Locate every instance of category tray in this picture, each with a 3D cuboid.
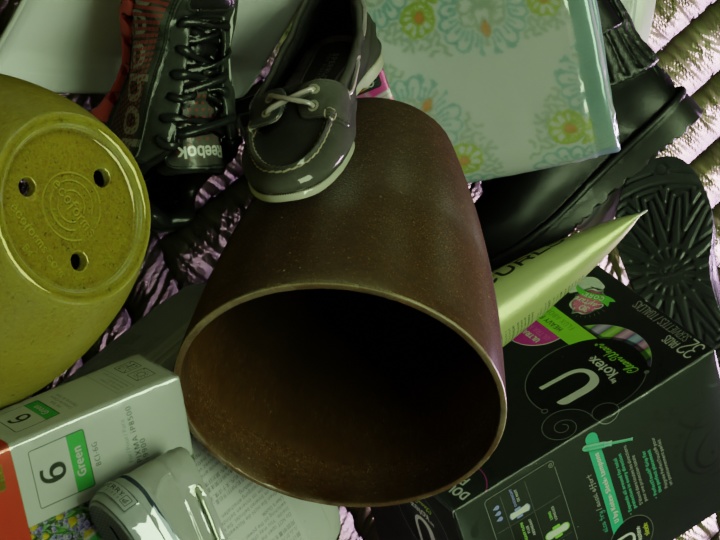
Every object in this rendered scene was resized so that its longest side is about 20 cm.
[{"bbox_3d":[-0.124,-0.148,1.683,0.200,0.022,0.107,-1,137,-42],"label":"tray"}]

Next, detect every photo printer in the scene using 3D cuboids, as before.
[{"bbox_3d":[-0.102,0.133,1.717,0.166,0.069,0.200,-41,118,-33],"label":"photo printer"}]

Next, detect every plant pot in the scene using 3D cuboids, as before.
[{"bbox_3d":[0.000,0.000,1.669,0.187,0.187,0.200,47,35,-34],"label":"plant pot"},{"bbox_3d":[-0.194,-0.022,1.553,0.200,0.142,0.201,8,77,-40],"label":"plant pot"}]

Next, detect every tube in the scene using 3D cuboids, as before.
[{"bbox_3d":[0.088,0.020,1.801,0.200,0.058,0.052,-32,131,-21],"label":"tube"}]

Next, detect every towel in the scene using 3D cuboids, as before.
[{"bbox_3d":[0.063,-0.153,1.802,0.048,0.171,0.200,-67,146,-74],"label":"towel"}]

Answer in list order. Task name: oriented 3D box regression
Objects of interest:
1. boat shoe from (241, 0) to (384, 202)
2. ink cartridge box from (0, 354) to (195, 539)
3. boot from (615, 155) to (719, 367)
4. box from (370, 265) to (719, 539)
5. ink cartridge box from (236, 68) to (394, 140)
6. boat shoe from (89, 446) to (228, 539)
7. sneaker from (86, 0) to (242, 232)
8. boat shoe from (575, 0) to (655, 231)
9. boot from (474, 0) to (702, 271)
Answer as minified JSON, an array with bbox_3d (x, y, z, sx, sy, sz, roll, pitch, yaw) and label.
[{"bbox_3d":[-0.032,-0.106,1.659,0.200,0.067,0.057,-69,147,-58],"label":"boat shoe"},{"bbox_3d":[-0.184,0.134,1.576,0.200,0.050,0.109,-23,116,-28],"label":"ink cartridge box"},{"bbox_3d":[0.224,0.034,1.965,0.200,0.065,0.165,55,28,-65],"label":"boot"},{"bbox_3d":[0.114,0.113,1.814,0.200,0.149,0.124,-30,126,-16],"label":"box"},{"bbox_3d":[-0.002,-0.028,1.795,0.095,0.037,0.200,-22,113,-3],"label":"ink cartridge box"},{"bbox_3d":[-0.075,0.189,1.587,0.067,0.074,0.200,-35,118,-22],"label":"boat shoe"},{"bbox_3d":[-0.100,-0.107,1.635,0.071,0.098,0.201,-3,126,-38],"label":"sneaker"},{"bbox_3d":[0.151,-0.126,1.940,0.068,0.072,0.200,9,93,-21],"label":"boat shoe"},{"bbox_3d":[0.099,-0.103,1.874,0.211,0.079,0.158,-40,98,-2],"label":"boot"}]
